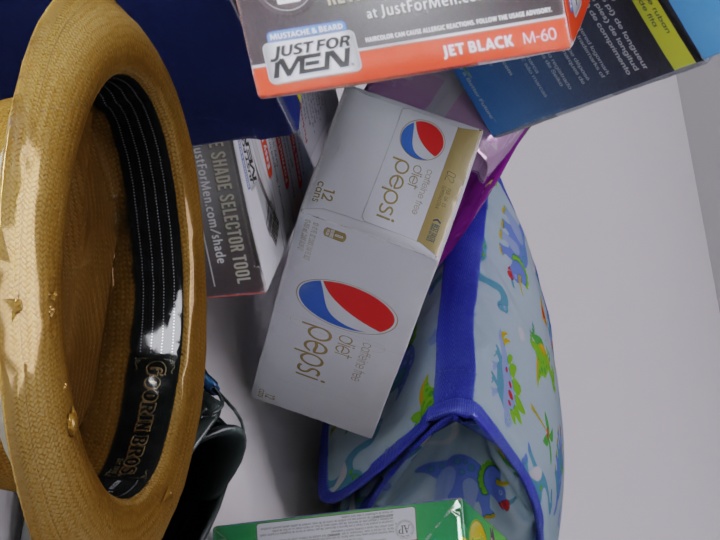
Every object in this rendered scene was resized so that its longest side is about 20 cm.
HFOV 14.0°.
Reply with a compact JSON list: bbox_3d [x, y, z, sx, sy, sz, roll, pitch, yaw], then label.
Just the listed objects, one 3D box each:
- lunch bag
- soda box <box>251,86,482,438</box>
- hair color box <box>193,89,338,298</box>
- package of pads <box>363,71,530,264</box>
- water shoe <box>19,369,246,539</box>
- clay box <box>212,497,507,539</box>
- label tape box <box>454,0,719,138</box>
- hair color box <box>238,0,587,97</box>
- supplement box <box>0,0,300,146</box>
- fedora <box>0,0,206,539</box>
[{"bbox_3d":[0.044,0.071,1.466,0.200,0.127,0.170,96,-2,-47],"label":"lunch bag"},{"bbox_3d":[0.000,0.000,1.299,0.200,0.064,0.068,107,2,-63],"label":"soda box"},{"bbox_3d":[-0.061,-0.076,1.267,0.200,0.064,0.111,-72,153,-66],"label":"hair color box"},{"bbox_3d":[0.056,-0.097,1.398,0.200,0.076,0.121,-56,176,-37],"label":"package of pads"},{"bbox_3d":[-0.078,0.055,1.075,0.072,0.079,0.201,58,27,-62],"label":"water shoe"},{"bbox_3d":[0.015,0.150,1.351,0.200,0.115,0.048,47,37,-70],"label":"clay box"},{"bbox_3d":[0.092,-0.148,1.224,0.066,0.200,0.143,-37,100,-32],"label":"label tape box"},{"bbox_3d":[0.028,-0.126,1.048,0.200,0.111,0.064,-61,140,-68],"label":"hair color box"},{"bbox_3d":[-0.085,-0.152,1.095,0.110,0.109,0.200,64,22,-53],"label":"supplement box"},{"bbox_3d":[-0.110,0.007,0.958,0.201,0.082,0.201,-2,90,-76],"label":"fedora"}]
